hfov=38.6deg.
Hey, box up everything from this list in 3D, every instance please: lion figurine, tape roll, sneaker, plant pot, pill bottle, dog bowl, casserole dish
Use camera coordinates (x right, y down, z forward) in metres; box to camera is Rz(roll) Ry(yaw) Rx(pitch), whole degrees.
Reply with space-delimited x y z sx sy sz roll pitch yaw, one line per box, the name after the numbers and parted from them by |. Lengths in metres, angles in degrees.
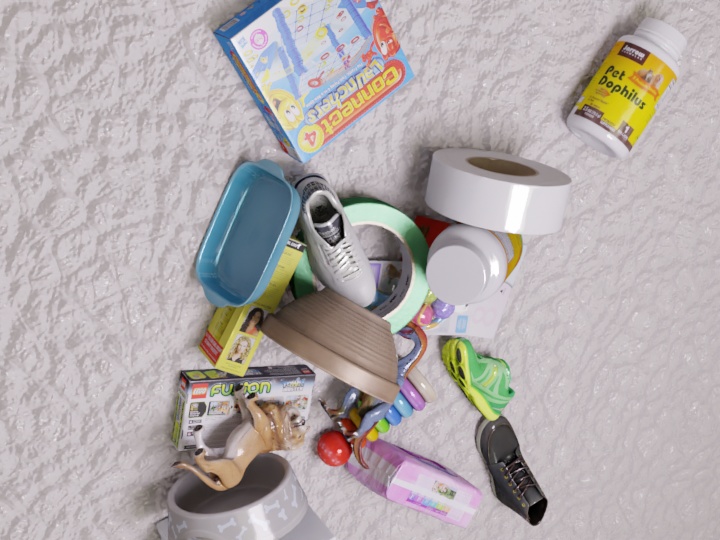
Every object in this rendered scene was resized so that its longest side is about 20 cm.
-0.161 0.241 1.406 0.200 0.072 0.123 -40 122 -28 | lion figurine
0.000 0.000 1.441 0.199 0.048 0.202 -4 104 -14 | tape roll
-0.033 -0.030 1.357 0.076 0.080 0.201 -31 112 -8 | sneaker
0.192 0.160 1.652 0.083 0.074 0.200 -41 135 -7 | sneaker
-0.023 0.085 1.334 0.200 0.201 0.093 31 88 -37 | plant pot
0.156 -0.018 1.432 0.200 0.110 0.112 -37 140 -66 | pill bottle
-0.175 0.316 1.419 0.199 0.200 0.059 -20 109 -23 | dog bowl
0.194 -0.115 1.450 0.201 0.202 0.071 -2 111 -31 | tape roll
0.410 -0.280 1.567 0.109 0.109 0.201 32 92 -37 | pill bottle
0.266 0.337 1.749 0.075 0.106 0.201 -31 123 -17 | sneaker
-0.142 -0.045 1.330 0.039 0.121 0.201 12 105 -53 | casserole dish

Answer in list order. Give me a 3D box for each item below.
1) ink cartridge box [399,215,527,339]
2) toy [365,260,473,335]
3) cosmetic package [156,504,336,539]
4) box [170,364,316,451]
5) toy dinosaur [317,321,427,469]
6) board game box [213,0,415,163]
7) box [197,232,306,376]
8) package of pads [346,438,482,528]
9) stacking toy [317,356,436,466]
0.148 0.013 1.574 0.199 0.057 0.164 9 106 -39 | ink cartridge box
0.086 0.048 1.524 0.199 0.047 0.116 3 108 -18 | toy
-0.156 0.414 1.465 0.199 0.199 0.124 -22 121 -22 | cosmetic package
-0.165 0.195 1.467 0.199 0.035 0.111 1 110 -32 | box
0.029 0.163 1.505 0.181 0.105 0.200 -35 140 -10 | toy dinosaur
-0.054 -0.276 1.316 0.200 0.056 0.196 -40 125 -11 | board game box
-0.147 0.036 1.386 0.050 0.075 0.201 21 100 -34 | box
0.085 0.333 1.628 0.199 0.120 0.076 28 89 -37 | package of pads
0.018 0.225 1.568 0.200 0.085 0.086 -40 126 -6 | stacking toy
